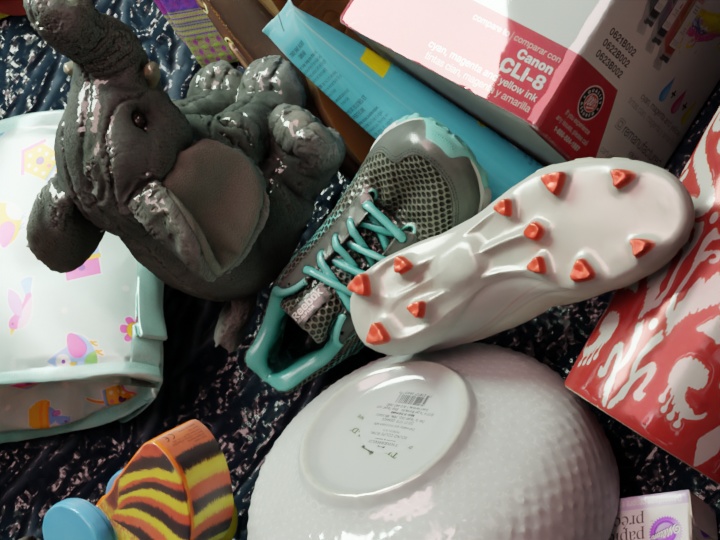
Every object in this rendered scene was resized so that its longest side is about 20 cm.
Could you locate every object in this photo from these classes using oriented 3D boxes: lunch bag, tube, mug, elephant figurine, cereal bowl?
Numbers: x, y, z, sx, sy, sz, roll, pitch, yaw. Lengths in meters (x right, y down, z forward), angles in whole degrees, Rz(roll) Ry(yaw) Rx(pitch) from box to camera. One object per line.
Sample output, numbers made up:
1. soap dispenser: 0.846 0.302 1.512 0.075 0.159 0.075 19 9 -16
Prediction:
1. lunch bag: -0.190 0.006 1.677 0.200 0.122 0.170 -13 65 30
2. tube: 0.033 -0.075 1.559 0.200 0.077 0.050 37 72 -5
3. mug: 0.214 0.012 1.447 0.178 0.133 0.200 33 91 34
4. elephant figurine: -0.114 -0.052 1.532 0.142 0.200 0.155 -41 72 27
5. cereal bowl: 0.027 0.108 1.495 0.200 0.083 0.200 -19 38 16

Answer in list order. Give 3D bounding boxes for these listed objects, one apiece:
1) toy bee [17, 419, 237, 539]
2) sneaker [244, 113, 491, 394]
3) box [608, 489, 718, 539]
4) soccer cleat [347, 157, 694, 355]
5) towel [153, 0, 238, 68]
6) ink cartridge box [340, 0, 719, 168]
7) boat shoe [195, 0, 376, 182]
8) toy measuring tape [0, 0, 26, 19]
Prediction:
1. toy bee: -0.119 0.163 1.600 0.131 0.200 0.109 -30 85 -23
2. sneaker: 0.000 0.000 1.542 0.078 0.091 0.200 38 136 6
3. box: 0.086 0.149 1.518 0.200 0.041 0.039 -10 67 26
4. soccer cleat: 0.085 -0.007 1.465 0.200 0.078 0.069 -21 77 30
5. towel: -0.077 -0.202 1.656 0.144 0.200 0.023 -10 43 27
6. ink cartridge box: 0.120 -0.163 1.555 0.145 0.145 0.200 31 88 33
7. boat shoe: -0.032 -0.125 1.635 0.070 0.070 0.200 -24 100 53
8. toy measuring tape: -0.247 -0.183 1.810 0.200 0.074 0.074 -18 63 21
